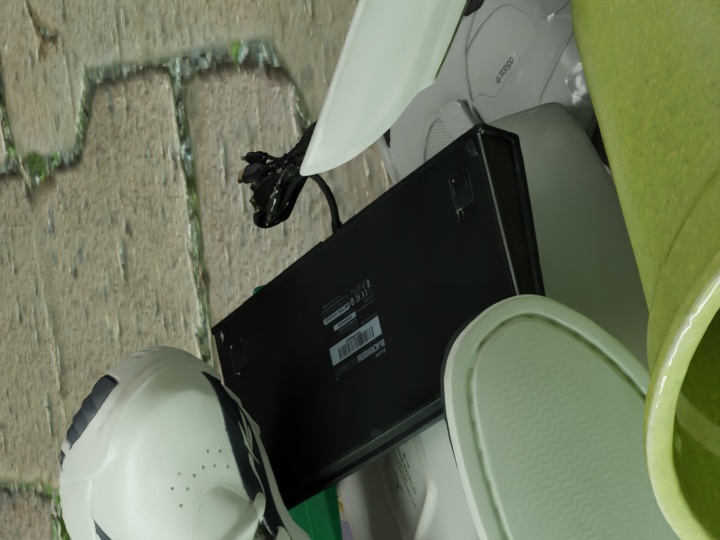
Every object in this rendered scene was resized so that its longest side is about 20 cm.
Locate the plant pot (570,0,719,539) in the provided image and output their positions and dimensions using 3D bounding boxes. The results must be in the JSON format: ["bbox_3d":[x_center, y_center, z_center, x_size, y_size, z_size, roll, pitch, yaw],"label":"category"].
[{"bbox_3d":[0.148,-0.039,0.745,0.184,0.200,0.201,-109,26,-44],"label":"plant pot"}]

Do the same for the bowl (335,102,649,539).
[{"bbox_3d":[0.048,0.068,0.912,0.200,0.074,0.200,105,150,-49],"label":"bowl"}]

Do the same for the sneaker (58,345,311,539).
[{"bbox_3d":[-0.024,0.122,0.873,0.129,0.079,0.200,25,135,39],"label":"sneaker"}]

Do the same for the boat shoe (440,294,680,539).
[{"bbox_3d":[0.075,0.094,0.777,0.200,0.076,0.060,62,162,-15],"label":"boat shoe"}]

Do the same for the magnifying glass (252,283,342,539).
[{"bbox_3d":[-0.017,0.103,0.988,0.080,0.022,0.201,63,-164,-80],"label":"magnifying glass"}]

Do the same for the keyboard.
[{"bbox_3d":[0.000,0.000,0.880,0.200,0.021,0.127,-35,63,54],"label":"keyboard"}]

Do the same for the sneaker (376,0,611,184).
[{"bbox_3d":[0.069,-0.062,0.987,0.115,0.075,0.200,67,148,29],"label":"sneaker"}]

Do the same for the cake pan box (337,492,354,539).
[{"bbox_3d":[0.039,0.190,1.075,0.200,0.052,0.184,53,173,40],"label":"cake pan box"}]

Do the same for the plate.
[{"bbox_3d":[0.041,-0.146,0.822,0.200,0.032,0.200,-67,-1,-62],"label":"plate"}]
